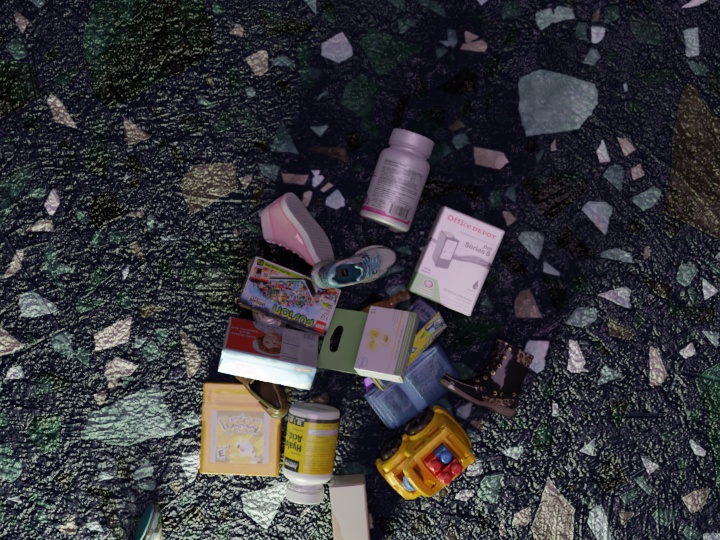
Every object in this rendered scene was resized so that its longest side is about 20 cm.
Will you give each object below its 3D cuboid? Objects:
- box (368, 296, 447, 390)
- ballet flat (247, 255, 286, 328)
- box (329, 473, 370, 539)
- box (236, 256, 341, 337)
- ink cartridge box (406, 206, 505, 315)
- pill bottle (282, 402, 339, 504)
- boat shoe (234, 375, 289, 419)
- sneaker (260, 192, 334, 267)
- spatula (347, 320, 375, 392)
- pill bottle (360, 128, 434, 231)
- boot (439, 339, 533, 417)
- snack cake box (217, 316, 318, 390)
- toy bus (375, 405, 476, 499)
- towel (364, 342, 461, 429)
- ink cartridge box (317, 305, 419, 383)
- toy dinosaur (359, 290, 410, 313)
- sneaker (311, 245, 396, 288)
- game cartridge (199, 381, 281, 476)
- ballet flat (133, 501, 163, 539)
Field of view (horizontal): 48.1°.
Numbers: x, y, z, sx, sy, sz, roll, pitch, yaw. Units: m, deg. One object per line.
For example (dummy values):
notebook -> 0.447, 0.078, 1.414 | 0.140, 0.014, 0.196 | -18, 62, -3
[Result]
box -> 0.089, 0.158, 1.730 | 0.200, 0.070, 0.064 | -44, 52, -8
ballet flat -> -0.212, 0.067, 1.760 | 0.067, 0.062, 0.200 | -16, 91, 1
box -> -0.020, 0.552, 1.750 | 0.078, 0.095, 0.200 | -5, 89, 0
box -> -0.152, 0.057, 1.726 | 0.200, 0.035, 0.110 | 22, 76, -15
ink cartridge box -> 0.205, -0.022, 1.749 | 0.145, 0.084, 0.200 | 22, 90, 0
pill bottle -> -0.109, 0.393, 1.738 | 0.111, 0.111, 0.200 | 6, 90, 0
boat shoe -> -0.222, 0.229, 1.740 | 0.072, 0.068, 0.200 | -41, 76, -13
sneaker -> -0.142, -0.069, 1.761 | 0.105, 0.075, 0.200 | -22, 112, 30
spatula -> 0.015, 0.199, 1.772 | 0.056, 0.021, 0.200 | -21, 106, -1
pill bottle -> 0.082, -0.194, 1.734 | 0.113, 0.113, 0.200 | 19, 90, 0
boot -> 0.277, 0.220, 1.742 | 0.200, 0.073, 0.151 | 25, 88, -19
snack cake box -> -0.193, 0.176, 1.714 | 0.200, 0.115, 0.067 | 13, 124, -8
toy bus -> 0.143, 0.408, 1.695 | 0.200, 0.192, 0.136 | -41, 99, 2
towel -> 0.117, 0.255, 1.763 | 0.200, 0.049, 0.112 | -36, 102, -1
ink cartridge box -> 0.010, 0.147, 1.691 | 0.200, 0.048, 0.146 | 8, 66, 18
toy dinosaur -> 0.022, 0.099, 1.775 | 0.200, 0.060, 0.106 | -17, 75, 11
sneaker -> 0.000, 0.000, 1.724 | 0.200, 0.086, 0.078 | -19, 102, -26
game cartridge -> -0.263, 0.349, 1.778 | 0.176, 0.032, 0.200 | 2, 91, 0
ballet flat -> -0.472, 0.604, 1.770 | 0.074, 0.074, 0.200 | 29, 92, 0
